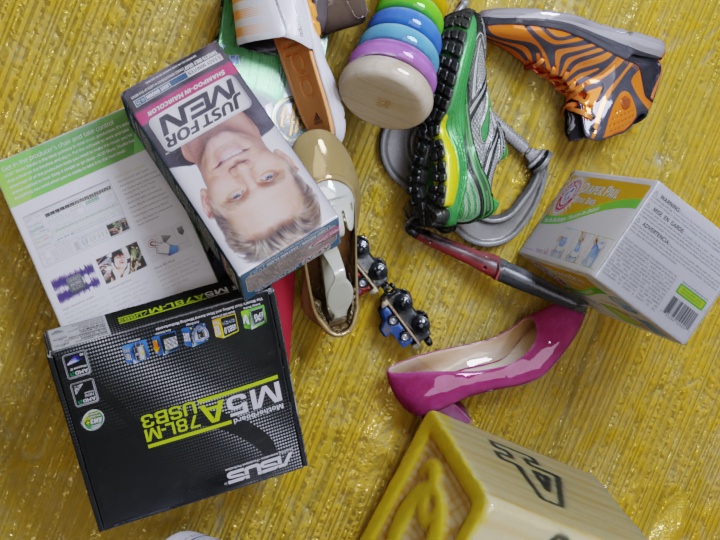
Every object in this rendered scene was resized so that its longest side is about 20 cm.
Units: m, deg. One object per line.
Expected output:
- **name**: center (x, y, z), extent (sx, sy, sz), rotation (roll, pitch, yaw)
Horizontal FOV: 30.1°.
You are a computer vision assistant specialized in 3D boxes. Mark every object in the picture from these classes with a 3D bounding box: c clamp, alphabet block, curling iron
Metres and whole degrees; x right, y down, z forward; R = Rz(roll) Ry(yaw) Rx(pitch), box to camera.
- **c clamp**: center (0.110, -0.128, 1.283), extent (0.171, 0.027, 0.200), rotation (-46, 105, -4)
- **alphabet block**: center (0.129, 0.277, 1.240), extent (0.199, 0.196, 0.196), rotation (22, 100, -20)
- **curling iron**: center (0.129, -0.008, 1.279), extent (0.199, 0.050, 0.026), rotation (31, 59, -2)

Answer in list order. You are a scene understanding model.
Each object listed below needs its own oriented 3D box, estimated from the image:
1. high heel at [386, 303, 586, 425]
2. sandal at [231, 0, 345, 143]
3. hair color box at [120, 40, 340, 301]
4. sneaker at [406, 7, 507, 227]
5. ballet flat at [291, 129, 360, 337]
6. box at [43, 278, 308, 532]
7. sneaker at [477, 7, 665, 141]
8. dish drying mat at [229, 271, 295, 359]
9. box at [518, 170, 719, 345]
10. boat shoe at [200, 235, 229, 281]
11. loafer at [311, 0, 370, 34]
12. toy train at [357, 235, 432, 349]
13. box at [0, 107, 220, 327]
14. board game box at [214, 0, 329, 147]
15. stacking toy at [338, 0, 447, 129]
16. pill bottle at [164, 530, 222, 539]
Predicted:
- **high heel**: center (0.122, 0.073, 1.295), extent (0.200, 0.067, 0.096), rotation (-37, 115, 8)
- **sandal**: center (-0.072, -0.199, 1.170), extent (0.059, 0.079, 0.208), rotation (-24, 98, -30)
- **hair color box**: center (-0.110, -0.087, 1.132), extent (0.100, 0.061, 0.201), rotation (-31, 72, -12)
- **sneaker**: center (0.093, -0.141, 1.240), extent (0.085, 0.078, 0.202), rotation (-1, 98, -32)
- **ballet flat**: center (-0.024, -0.028, 1.199), extent (0.068, 0.063, 0.201), rotation (-14, 124, -12)
- **box**: center (-0.157, 0.115, 1.169), extent (0.199, 0.048, 0.194), rotation (-15, 118, -13)
- **sneaker**: center (0.195, -0.182, 1.269), extent (0.199, 0.078, 0.113), rotation (10, 94, -15)
- **dish drying mat**: center (-0.095, 0.067, 1.238), extent (0.076, 0.018, 0.202), rotation (-11, 111, -43)
- **box**: center (0.245, -0.017, 1.242), extent (0.112, 0.200, 0.102), rotation (35, 88, -14)
- **boat shoe**: center (-0.147, 0.072, 1.228), extent (0.062, 0.073, 0.201), rotation (15, 90, -12)
- **loafer**: center (-0.023, -0.309, 1.206), extent (0.071, 0.073, 0.202), rotation (0, 95, -25)
- **toy train**: center (0.000, 0.000, 1.270), extent (0.046, 0.034, 0.200), rotation (-38, 102, 6)
- **box**: center (-0.220, -0.031, 1.182), extent (0.144, 0.036, 0.201), rotation (-24, 85, -7)
- **board game box**: center (-0.090, -0.144, 1.220), extent (0.104, 0.023, 0.202), rotation (10, 87, -13)
- **stacking toy**: center (0.048, -0.227, 1.198), extent (0.085, 0.085, 0.201), rotation (28, 59, -16)
- **pill bottle**: center (-0.094, 0.315, 1.200), extent (0.199, 0.119, 0.121), rotation (10, 98, 29)
